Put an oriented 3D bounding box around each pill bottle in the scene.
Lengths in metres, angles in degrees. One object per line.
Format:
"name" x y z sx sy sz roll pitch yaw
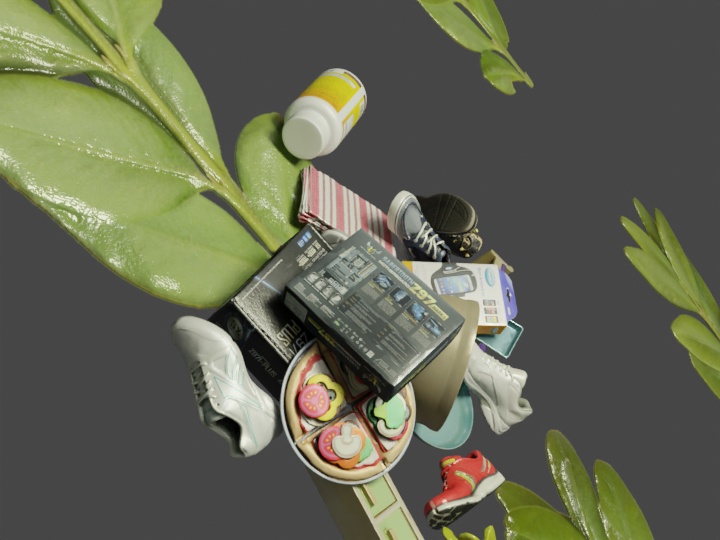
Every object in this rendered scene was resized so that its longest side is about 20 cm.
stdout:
"pill bottle" -0.067 -0.277 1.446 0.109 0.109 0.200 45 37 -11

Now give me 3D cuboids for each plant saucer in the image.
"plant saucer" 0.107 0.200 1.325 0.199 0.027 0.202 28 43 -30
"plant saucer" 0.183 0.074 1.406 0.199 0.019 0.070 32 61 7

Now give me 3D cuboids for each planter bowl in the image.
"planter bowl" 0.081 0.121 1.203 0.133 0.201 0.201 18 42 1

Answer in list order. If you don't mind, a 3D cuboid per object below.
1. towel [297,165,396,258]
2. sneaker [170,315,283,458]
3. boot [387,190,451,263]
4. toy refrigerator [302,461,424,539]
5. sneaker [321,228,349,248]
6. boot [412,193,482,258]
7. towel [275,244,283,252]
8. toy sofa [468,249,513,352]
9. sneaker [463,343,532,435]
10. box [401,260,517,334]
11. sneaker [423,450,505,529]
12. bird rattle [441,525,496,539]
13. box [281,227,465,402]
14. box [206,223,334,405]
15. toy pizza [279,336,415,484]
"towel" -0.022 -0.089 1.396 0.199 0.030 0.147 31 32 -24
"sneaker" -0.178 0.146 1.022 0.201 0.070 0.080 53 39 -2
"boot" 0.110 -0.062 1.408 0.090 0.073 0.200 30 -14 25
"toy refrigerator" 0.008 0.313 1.091 0.076 0.070 0.201 -17 75 -52
"sneaker" 0.000 0.000 1.313 0.200 0.074 0.082 48 25 -31
"boot" 0.174 -0.079 1.509 0.150 0.199 0.074 30 76 -36
"towel" -0.049 0.049 1.281 0.143 0.023 0.202 -2 65 -51
"toy sofa" 0.236 0.063 1.529 0.097 0.083 0.201 42 38 -13
"sneaker" 0.230 0.179 1.383 0.201 0.099 0.078 59 12 -20
"box" 0.166 0.047 1.386 0.198 0.042 0.120 3 61 -13
"sneaker" 0.143 0.329 1.238 0.085 0.077 0.199 52 28 18
"bird rattle" 0.138 0.462 1.124 0.162 0.112 0.202 2 73 -33
"box" 0.017 0.055 1.081 0.200 0.051 0.157 41 55 15
"box" -0.090 0.060 1.146 0.164 0.086 0.200 49 47 -7
"toy pizza" -0.010 0.176 1.062 0.198 0.032 0.203 8 72 -25
